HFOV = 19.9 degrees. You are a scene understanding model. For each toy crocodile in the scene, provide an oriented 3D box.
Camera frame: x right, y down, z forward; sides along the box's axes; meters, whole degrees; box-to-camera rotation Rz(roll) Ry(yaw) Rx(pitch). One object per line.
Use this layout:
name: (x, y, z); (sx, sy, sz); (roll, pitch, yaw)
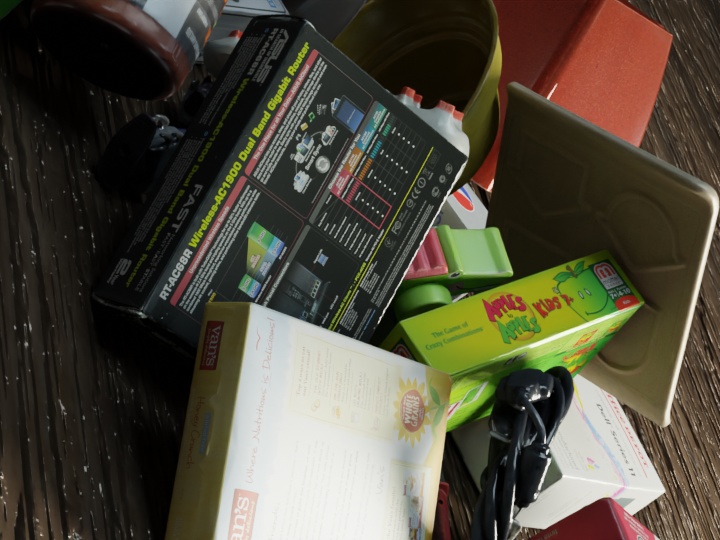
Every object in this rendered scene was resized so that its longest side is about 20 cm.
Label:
toy crocodile: (0.000, 0.000, 1.311); (0.199, 0.062, 0.068); (-5, 61, -12)

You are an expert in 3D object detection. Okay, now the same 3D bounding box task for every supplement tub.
supplement tub: (-0.118, -0.214, 1.285); (0.107, 0.107, 0.201); (38, 67, -31)

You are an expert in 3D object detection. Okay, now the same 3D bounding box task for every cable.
cable: (0.098, 0.140, 1.295); (0.051, 0.164, 0.200); (11, 5, 4)

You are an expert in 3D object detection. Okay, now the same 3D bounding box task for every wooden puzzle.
wooden puzzle: (0.166, -0.015, 1.428); (0.046, 0.201, 0.185); (-24, 43, -37)

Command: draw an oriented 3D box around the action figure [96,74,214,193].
action figure: (-0.085, -0.068, 1.335); (0.130, 0.070, 0.200); (39, 15, 13)

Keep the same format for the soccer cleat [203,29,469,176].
soccer cleat: (-0.024, -0.098, 1.344); (0.199, 0.078, 0.069); (22, 0, 21)

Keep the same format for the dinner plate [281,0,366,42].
dinner plate: (-0.025, -0.246, 1.540); (0.024, 0.200, 0.201); (24, 34, -27)

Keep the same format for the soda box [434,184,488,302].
soda box: (0.031, -0.070, 1.564); (0.200, 0.063, 0.068); (54, 22, 1)

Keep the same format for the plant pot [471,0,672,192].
plant pot: (0.135, -0.172, 1.686); (0.200, 0.177, 0.199); (42, 14, 33)

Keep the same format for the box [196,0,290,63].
box: (-0.142, -0.208, 1.436); (0.117, 0.060, 0.200); (58, 24, 13)

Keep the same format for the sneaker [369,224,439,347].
sneaker: (0.033, -0.001, 1.437); (0.067, 0.090, 0.200); (47, 24, -15)

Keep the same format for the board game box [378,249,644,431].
board game box: (0.085, 0.055, 1.350); (0.199, 0.102, 0.048); (-18, 66, -41)

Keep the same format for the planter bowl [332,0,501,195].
planter bowl: (0.037, -0.106, 1.461); (0.083, 0.200, 0.201); (41, 25, -37)

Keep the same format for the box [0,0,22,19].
box: (-0.196, -0.278, 1.258); (0.097, 0.200, 0.177); (39, 26, -31)

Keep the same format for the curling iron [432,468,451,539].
curling iron: (0.043, 0.145, 1.328); (0.050, 0.025, 0.200); (53, 21, -30)

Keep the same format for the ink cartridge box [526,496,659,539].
ink cartridge box: (0.188, 0.269, 1.334); (0.148, 0.085, 0.201); (44, 23, -49)

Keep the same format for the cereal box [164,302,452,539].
cereal box: (-0.024, 0.108, 1.156); (0.200, 0.039, 0.145); (23, 72, -50)

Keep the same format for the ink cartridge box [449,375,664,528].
ink cartridge box: (0.148, 0.126, 1.504); (0.200, 0.067, 0.117); (15, 42, -55)

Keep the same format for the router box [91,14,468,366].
router box: (-0.045, -0.027, 1.213); (0.150, 0.201, 0.062); (37, -15, -34)
